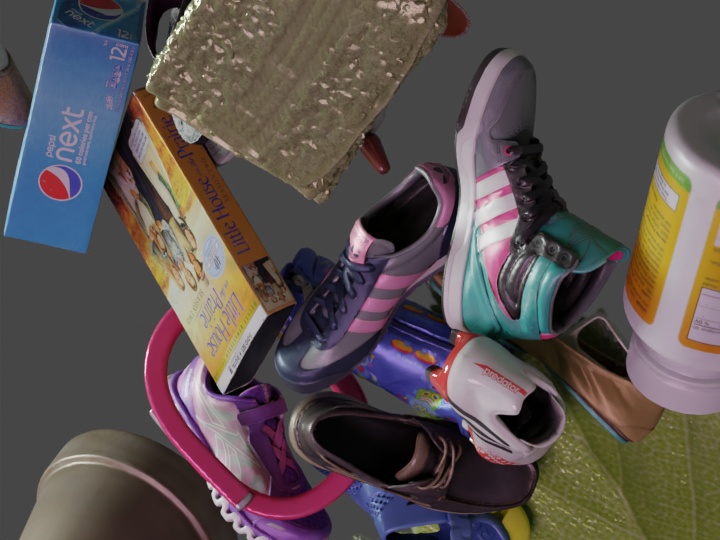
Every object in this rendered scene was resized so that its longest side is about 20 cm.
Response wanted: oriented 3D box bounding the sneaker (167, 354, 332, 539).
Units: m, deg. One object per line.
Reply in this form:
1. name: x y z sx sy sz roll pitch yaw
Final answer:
1. sneaker: -0.087 0.140 1.423 0.200 0.080 0.089 50 121 20

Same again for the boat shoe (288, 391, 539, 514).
1. boat shoe: 0.042 0.147 1.329 0.199 0.073 0.075 12 92 -6

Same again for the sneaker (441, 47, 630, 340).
1. sneaker: 0.123 -0.041 1.162 0.120 0.083 0.201 17 112 33

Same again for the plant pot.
1. plant pot: -0.236 0.273 1.562 0.199 0.174 0.201 16 129 20

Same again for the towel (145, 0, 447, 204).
1. towel: -0.043 -0.141 1.103 0.148 0.037 0.200 31 132 -6

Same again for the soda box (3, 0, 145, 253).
1. soda box: -0.218 -0.114 1.321 0.067 0.064 0.201 12 126 -12

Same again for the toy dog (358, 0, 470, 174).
1. toy dog: 0.012 -0.145 1.165 0.096 0.132 0.201 45 146 24

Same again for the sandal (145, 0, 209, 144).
1. sandal: -0.122 -0.188 1.200 0.075 0.048 0.202 21 111 52

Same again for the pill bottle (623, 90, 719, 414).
1. pill bottle: 0.234 -0.006 1.136 0.111 0.111 0.201 21 130 15

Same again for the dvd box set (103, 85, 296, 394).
1. dvd box set: -0.125 -0.022 1.306 0.201 0.029 0.146 59 152 15

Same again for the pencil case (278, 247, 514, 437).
1. pencil case: 0.018 0.051 1.319 0.199 0.078 0.087 25 165 10

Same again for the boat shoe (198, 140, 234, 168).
1. boat shoe: -0.070 -0.149 1.236 0.075 0.065 0.202 54 136 24

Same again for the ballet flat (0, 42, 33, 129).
1. ballet flat: -0.332 -0.184 1.360 0.199 0.068 0.067 31 126 5

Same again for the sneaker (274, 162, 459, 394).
1. sneaker: 0.000 0.000 1.233 0.200 0.082 0.070 -48 57 5

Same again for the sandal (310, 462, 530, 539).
1. sandal: 0.038 0.185 1.402 0.199 0.087 0.080 29 135 12

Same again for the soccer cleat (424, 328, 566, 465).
1. soccer cleat: 0.113 0.104 1.230 0.085 0.069 0.200 30 170 31

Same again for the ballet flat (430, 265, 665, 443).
1. ballet flat: 0.143 0.044 1.269 0.200 0.069 0.063 38 105 -4

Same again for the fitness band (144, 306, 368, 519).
1. fitness band: -0.082 0.103 1.376 0.200 0.144 0.037 47 172 3
